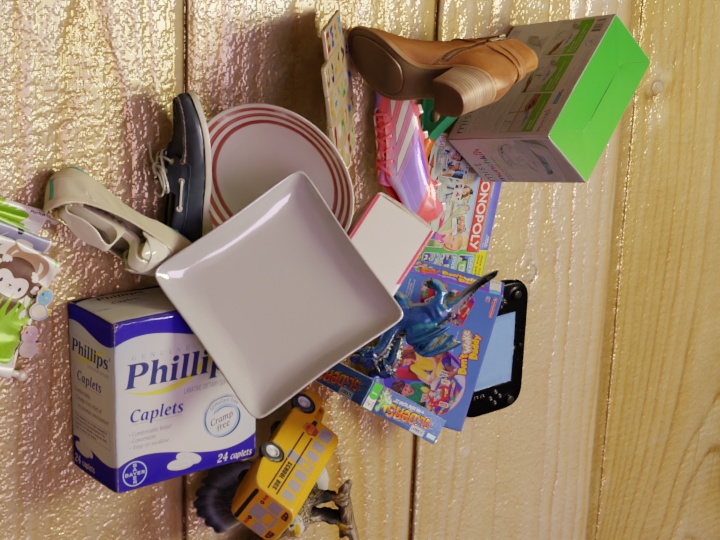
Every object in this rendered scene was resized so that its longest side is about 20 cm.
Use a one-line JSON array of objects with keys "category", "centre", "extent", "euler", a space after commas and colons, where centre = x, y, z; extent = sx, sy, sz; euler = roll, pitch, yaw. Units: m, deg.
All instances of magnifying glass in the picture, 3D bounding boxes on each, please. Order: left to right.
[{"category": "magnifying glass", "centre": [0.093, -0.187, 1.746], "extent": [0.022, 0.080, 0.200], "euler": [15, 105, -48]}]

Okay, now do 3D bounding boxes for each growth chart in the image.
[{"category": "growth chart", "centre": [-0.384, 0.017, 1.466], "extent": [0.145, 0.018, 0.200], "euler": [10, 98, -40]}]

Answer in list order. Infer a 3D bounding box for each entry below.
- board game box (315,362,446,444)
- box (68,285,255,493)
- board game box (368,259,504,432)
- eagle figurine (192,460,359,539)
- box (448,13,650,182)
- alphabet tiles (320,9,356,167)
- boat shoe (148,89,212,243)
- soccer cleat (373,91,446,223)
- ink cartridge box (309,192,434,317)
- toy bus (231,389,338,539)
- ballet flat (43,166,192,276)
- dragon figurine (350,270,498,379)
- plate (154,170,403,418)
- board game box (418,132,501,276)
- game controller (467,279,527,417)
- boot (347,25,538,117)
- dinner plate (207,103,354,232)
[{"category": "board game box", "centre": [-0.007, 0.139, 1.677], "extent": [0.135, 0.200, 0.034], "euler": [31, 85, -39]}, {"category": "box", "centre": [-0.221, 0.125, 1.568], "extent": [0.184, 0.105, 0.200], "euler": [-11, 110, -36]}, {"category": "board game box", "centre": [0.091, 0.094, 1.761], "extent": [0.134, 0.045, 0.200], "euler": [16, 114, 2]}, {"category": "eagle figurine", "centre": [-0.105, 0.309, 1.723], "extent": [0.200, 0.151, 0.152], "euler": [-10, 68, -5]}, {"category": "box", "centre": [0.235, -0.215, 1.751], "extent": [0.097, 0.176, 0.200], "euler": [45, 64, -32]}, {"category": "alphabet tiles", "centre": [-0.024, -0.205, 1.591], "extent": [0.006, 0.200, 0.167], "euler": [-4, 110, 8]}, {"category": "boat shoe", "centre": [-0.199, -0.102, 1.536], "extent": [0.062, 0.075, 0.200], "euler": [-6, 123, -14]}, {"category": "soccer cleat", "centre": [0.045, -0.147, 1.702], "extent": [0.076, 0.067, 0.200], "euler": [-19, 99, -12]}, {"category": "ink cartridge box", "centre": [0.000, 0.000, 1.633], "extent": [0.083, 0.200, 0.147], "euler": [33, 81, -4]}, {"category": "toy bus", "centre": [-0.086, 0.227, 1.657], "extent": [0.065, 0.078, 0.200], "euler": [-53, -179, 33]}, {"category": "ballet flat", "centre": [-0.256, -0.034, 1.498], "extent": [0.200, 0.069, 0.070], "euler": [34, 82, -25]}, {"category": "dragon figurine", "centre": [0.083, 0.067, 1.665], "extent": [0.059, 0.200, 0.100], "euler": [49, 29, -58]}, {"category": "plate", "centre": [-0.088, 0.026, 1.506], "extent": [0.200, 0.032, 0.200], "euler": [-35, 87, -4]}, {"category": "board game box", "centre": [0.120, -0.079, 1.821], "extent": [0.135, 0.029, 0.200], "euler": [3, 102, -38]}, {"category": "game controller", "centre": [0.179, 0.108, 1.902], "extent": [0.104, 0.042, 0.200], "euler": [-19, 122, -34]}, {"category": "boot", "centre": [0.099, -0.259, 1.659], "extent": [0.155, 0.200, 0.077], "euler": [-34, 136, -38]}, {"category": "dinner plate", "centre": [-0.098, -0.097, 1.558], "extent": [0.024, 0.200, 0.200], "euler": [-53, 136, -53]}]
